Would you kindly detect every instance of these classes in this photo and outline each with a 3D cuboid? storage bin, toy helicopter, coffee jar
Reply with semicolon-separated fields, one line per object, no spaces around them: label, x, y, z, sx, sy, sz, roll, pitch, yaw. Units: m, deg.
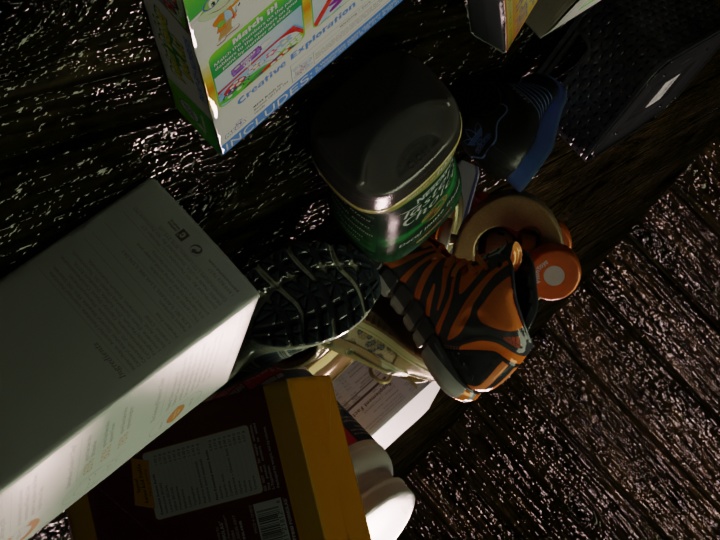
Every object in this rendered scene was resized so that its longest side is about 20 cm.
storage bin;0.265;-0.206;1.334;0.199;0.094;0.136;-30;162;-47
toy helicopter;0.088;0.013;1.169;0.201;0.131;0.079;-51;-166;20
coffee jar;0.022;-0.077;0.969;0.104;0.085;0.200;-43;168;-5

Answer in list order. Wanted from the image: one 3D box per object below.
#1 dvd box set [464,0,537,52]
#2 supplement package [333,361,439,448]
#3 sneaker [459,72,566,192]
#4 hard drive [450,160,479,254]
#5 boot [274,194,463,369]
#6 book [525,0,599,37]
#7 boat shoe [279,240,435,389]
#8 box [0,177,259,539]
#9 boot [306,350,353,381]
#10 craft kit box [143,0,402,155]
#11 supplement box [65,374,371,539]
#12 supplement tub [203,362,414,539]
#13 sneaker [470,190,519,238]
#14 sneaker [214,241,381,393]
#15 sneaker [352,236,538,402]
dvd box set;0.121;-0.236;0.778;0.202;0.029;0.146;-59;169;-3
supplement package;0.011;0.146;1.636;0.155;0.111;0.200;-39;168;-20
sneaker;0.129;-0.140;1.186;0.070;0.077;0.201;-52;-173;25
hard drive;0.065;-0.003;1.377;0.201;0.025;0.133;117;-8;-57
boot;0.000;0.000;1.206;0.155;0.073;0.200;-31;165;-44
book;0.219;-0.271;1.092;0.199;0.048;0.134;-36;170;-41
boat shoe;0.004;0.043;1.129;0.063;0.198;0.074;-46;-158;39
box;-0.169;0.061;0.772;0.199;0.098;0.125;-38;167;-29
boot;-0.083;0.145;1.430;0.200;0.066;0.175;-43;170;-16
craft kit box;-0.015;-0.166;0.649;0.200;0.049;0.198;-42;171;-12
supplement box;-0.107;0.205;1.067;0.197;0.200;0.133;-16;173;12
supplement tub;-0.059;0.179;1.244;0.140;0.200;0.141;-36;153;-22
sneaker;0.099;0.012;1.349;0.115;0.078;0.201;-44;-160;32
sneaker;-0.079;0.040;1.046;0.198;0.079;0.086;-24;174;-6
sneaker;0.073;-0.006;1.083;0.112;0.201;0.077;-39;168;25
